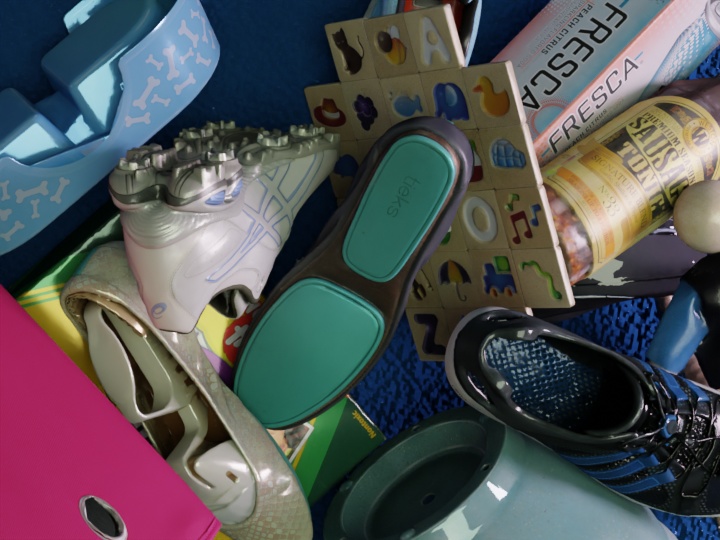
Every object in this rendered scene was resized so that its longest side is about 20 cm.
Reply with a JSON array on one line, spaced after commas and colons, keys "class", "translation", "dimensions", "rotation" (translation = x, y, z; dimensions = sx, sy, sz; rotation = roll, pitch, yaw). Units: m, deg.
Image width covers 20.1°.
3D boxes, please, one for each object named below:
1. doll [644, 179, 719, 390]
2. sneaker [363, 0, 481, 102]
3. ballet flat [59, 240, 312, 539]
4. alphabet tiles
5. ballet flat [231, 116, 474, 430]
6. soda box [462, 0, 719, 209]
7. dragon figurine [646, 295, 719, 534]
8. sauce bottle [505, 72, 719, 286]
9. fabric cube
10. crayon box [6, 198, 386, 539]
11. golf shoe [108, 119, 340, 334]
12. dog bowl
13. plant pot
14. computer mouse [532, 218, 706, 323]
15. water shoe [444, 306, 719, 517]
[{"class": "doll", "translation": [0.216, 0.043, 1.109], "dimensions": [0.136, 0.048, 0.200], "rotation": [-23, 110, 0]}, {"class": "sneaker", "translation": [0.047, -0.180, 1.122], "dimensions": [0.078, 0.090, 0.201], "rotation": [1, 98, -14]}, {"class": "ballet flat", "translation": [-0.097, 0.079, 1.072], "dimensions": [0.067, 0.062, 0.200], "rotation": [-26, 101, 35]}, {"class": "alphabet tiles", "translation": [0.040, -0.043, 1.109], "dimensions": [0.006, 0.166, 0.201], "rotation": [-25, 105, -37]}, {"class": "ballet flat", "translation": [0.000, 0.000, 1.085], "dimensions": [0.073, 0.073, 0.200], "rotation": [26, 114, -16]}, {"class": "soda box", "translation": [0.121, -0.105, 1.147], "dimensions": [0.200, 0.064, 0.068], "rotation": [-45, 145, -7]}, {"class": "dragon figurine", "translation": [0.199, 0.064, 1.210], "dimensions": [0.059, 0.099, 0.200], "rotation": [-23, 77, -10]}, {"class": "sauce bottle", "translation": [0.165, -0.065, 1.123], "dimensions": [0.200, 0.066, 0.066], "rotation": [-36, 105, -23]}, {"class": "fabric cube", "translation": [-0.220, 0.135, 0.960], "dimensions": [0.200, 0.196, 0.199], "rotation": [-42, 91, 19]}, {"class": "crayon box", "translation": [-0.116, 0.075, 1.133], "dimensions": [0.172, 0.058, 0.200], "rotation": [-42, 105, -5]}, {"class": "golf shoe", "translation": [-0.070, -0.026, 1.079], "dimensions": [0.078, 0.200, 0.098], "rotation": [4, 105, 25]}, {"class": "dog bowl", "translation": [-0.158, -0.082, 1.079], "dimensions": [0.200, 0.111, 0.050], "rotation": [-41, 119, -6]}, {"class": "plant pot", "translation": [0.063, 0.160, 1.110], "dimensions": [0.200, 0.200, 0.134], "rotation": [-37, 111, -7]}, {"class": "computer mouse", "translation": [0.153, -0.045, 1.174], "dimensions": [0.199, 0.046, 0.141], "rotation": [-5, 69, 5]}, {"class": "water shoe", "translation": [0.137, 0.081, 1.045], "dimensions": [0.200, 0.079, 0.072], "rotation": [21, 89, -13]}]
